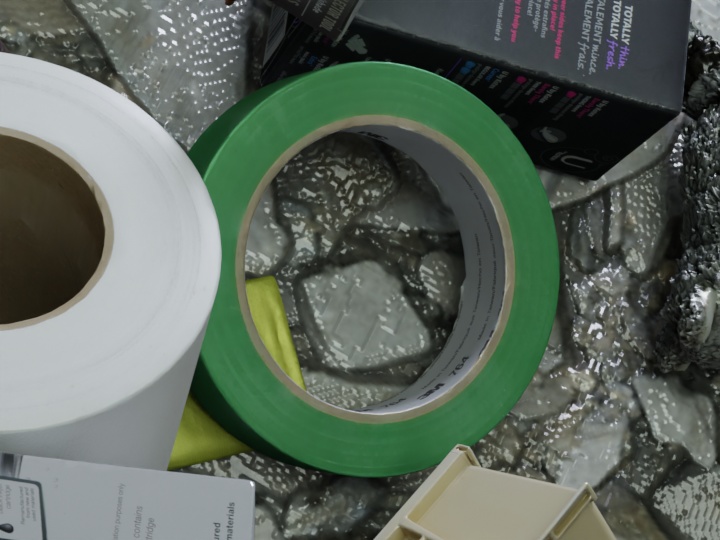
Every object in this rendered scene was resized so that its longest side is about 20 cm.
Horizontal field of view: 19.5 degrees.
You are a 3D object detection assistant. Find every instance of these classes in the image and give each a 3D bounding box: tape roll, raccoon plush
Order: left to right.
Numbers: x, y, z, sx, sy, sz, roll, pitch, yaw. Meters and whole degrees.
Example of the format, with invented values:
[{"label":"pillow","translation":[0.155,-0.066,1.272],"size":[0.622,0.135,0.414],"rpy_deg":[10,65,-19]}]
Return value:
[{"label":"tape roll","translation":[-0.169,0.023,0.904],"size":[0.202,0.139,0.203],"rpy_deg":[8,51,-11]},{"label":"tape roll","translation":[0.000,0.000,1.026],"size":[0.200,0.048,0.201],"rpy_deg":[1,89,-25]},{"label":"raccoon plush","translation":[0.176,-0.034,1.137],"size":[0.134,0.097,0.200],"rpy_deg":[-35,57,-13]}]

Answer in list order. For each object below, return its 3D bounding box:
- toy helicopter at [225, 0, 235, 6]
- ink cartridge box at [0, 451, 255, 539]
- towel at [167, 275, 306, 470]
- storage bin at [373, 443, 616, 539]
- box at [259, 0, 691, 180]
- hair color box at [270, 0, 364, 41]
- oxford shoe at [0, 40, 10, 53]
[{"label":"toy helicopter","translation":[-0.066,-0.221,1.034],"size":[0.132,0.200,0.079],"rpy_deg":[46,35,-8]},{"label":"ink cartridge box","translation":[-0.149,0.143,0.819],"size":[0.199,0.147,0.086],"rpy_deg":[6,48,-8]},{"label":"towel","translation":[-0.123,0.061,1.012],"size":[0.199,0.018,0.086],"rpy_deg":[-12,82,-24]},{"label":"storage bin","translation":[0.059,0.223,0.936],"size":[0.199,0.094,0.200],"rpy_deg":[-46,119,-26]},{"label":"box","translation":[0.062,-0.141,1.096],"size":[0.199,0.106,0.123],"rpy_deg":[15,68,-14]},{"label":"hair color box","translation":[0.022,-0.219,0.988],"size":[0.064,0.111,0.200],"rpy_deg":[30,64,-4]},{"label":"oxford shoe","translation":[-0.206,-0.101,1.002],"size":[0.200,0.073,0.071],"rpy_deg":[39,63,-5]}]
